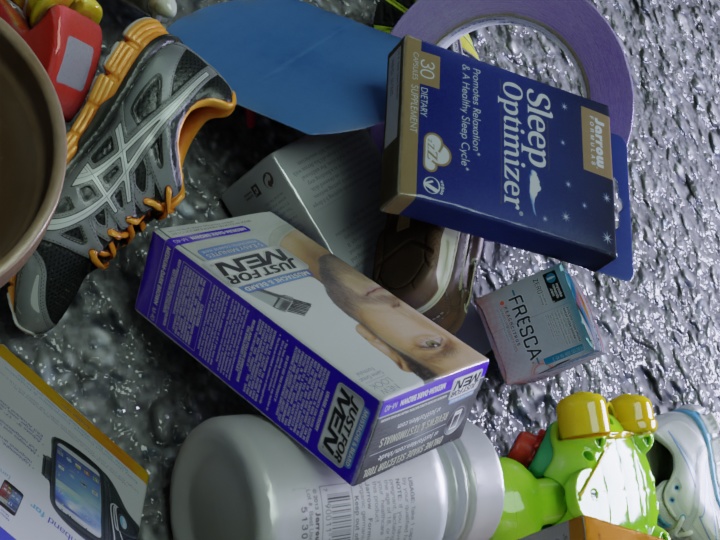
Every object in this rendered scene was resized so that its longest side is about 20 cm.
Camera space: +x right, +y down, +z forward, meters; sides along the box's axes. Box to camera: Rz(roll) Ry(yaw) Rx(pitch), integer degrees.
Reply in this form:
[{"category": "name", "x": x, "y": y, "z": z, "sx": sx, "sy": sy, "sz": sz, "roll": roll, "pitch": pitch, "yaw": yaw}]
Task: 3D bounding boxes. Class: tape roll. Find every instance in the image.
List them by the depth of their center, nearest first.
[{"category": "tape roll", "x": 0.108, "y": -0.125, "z": 0.898, "sx": 0.202, "sy": 0.199, "sz": 0.066, "roll": 58, "pitch": 12, "yaw": -1}]

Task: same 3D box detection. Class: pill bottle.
[{"category": "pill bottle", "x": -0.009, "y": 0.144, "z": 0.735, "sx": 0.198, "sy": 0.114, "sz": 0.116, "roll": 1, "pitch": 69, "yaw": -38}]

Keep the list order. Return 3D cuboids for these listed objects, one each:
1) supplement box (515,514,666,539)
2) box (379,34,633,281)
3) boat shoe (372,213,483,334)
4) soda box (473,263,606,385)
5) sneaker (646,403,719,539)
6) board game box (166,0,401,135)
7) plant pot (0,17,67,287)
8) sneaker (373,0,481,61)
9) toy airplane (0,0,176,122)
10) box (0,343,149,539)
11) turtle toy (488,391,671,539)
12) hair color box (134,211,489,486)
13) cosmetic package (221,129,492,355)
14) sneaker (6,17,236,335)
[{"category": "supplement box", "x": 0.116, "y": 0.227, "z": 0.739, "sx": 0.125, "sy": 0.200, "sz": 0.074, "roll": 21, "pitch": 54, "yaw": -29}, {"category": "box", "x": 0.109, "y": -0.073, "z": 0.785, "sx": 0.198, "sy": 0.032, "sz": 0.123, "roll": 15, "pitch": 62, "yaw": -23}, {"category": "boat shoe", "x": 0.058, "y": -0.044, "z": 0.820, "sx": 0.075, "sy": 0.074, "sz": 0.204, "roll": 42, "pitch": 51, "yaw": -37}, {"category": "soda box", "x": 0.138, "y": 0.044, "z": 0.865, "sx": 0.200, "sy": 0.068, "sz": 0.064, "roll": 16, "pitch": 52, "yaw": -75}, {"category": "sneaker", "x": 0.272, "y": 0.213, "z": 0.971, "sx": 0.086, "sy": 0.075, "sz": 0.202, "roll": 0, "pitch": 63, "yaw": -31}, {"category": "board game box", "x": -0.048, "y": -0.137, "z": 0.843, "sx": 0.198, "sy": 0.039, "sz": 0.158, "roll": 25, "pitch": 41, "yaw": 22}, {"category": "plant pot", "x": -0.262, "y": -0.053, "z": 0.621, "sx": 0.198, "sy": 0.093, "sz": 0.204, "roll": 9, "pitch": 64, "yaw": -19}, {"category": "sneaker", "x": 0.086, "y": -0.149, "z": 0.979, "sx": 0.076, "sy": 0.075, "sz": 0.202, "roll": -32, "pitch": 99, "yaw": -59}, {"category": "toy airplane", "x": -0.199, "y": -0.212, "z": 0.726, "sx": 0.200, "sy": 0.140, "sz": 0.201, "roll": 56, "pitch": 28, "yaw": -19}, {"category": "box", "x": -0.167, "y": 0.117, "z": 0.587, "sx": 0.119, "sy": 0.041, "sz": 0.200, "roll": 45, "pitch": 7, "yaw": -13}, {"category": "turtle toy", "x": 0.151, "y": 0.167, "z": 0.854, "sx": 0.199, "sy": 0.100, "sz": 0.148, "roll": 10, "pitch": 69, "yaw": -49}, {"category": "hair color box", "x": -0.033, "y": 0.039, "z": 0.717, "sx": 0.199, "sy": 0.065, "sz": 0.109, "roll": 35, "pitch": 29, "yaw": 30}, {"category": "cosmetic package", "x": 0.000, "y": 0.000, "z": 0.838, "sx": 0.101, "sy": 0.071, "sz": 0.201, "roll": -32, "pitch": 91, "yaw": -45}, {"category": "sneaker", "x": -0.145, "y": -0.049, "z": 0.694, "sx": 0.077, "sy": 0.078, "sz": 0.202, "roll": 27, "pitch": 86, "yaw": -2}]
